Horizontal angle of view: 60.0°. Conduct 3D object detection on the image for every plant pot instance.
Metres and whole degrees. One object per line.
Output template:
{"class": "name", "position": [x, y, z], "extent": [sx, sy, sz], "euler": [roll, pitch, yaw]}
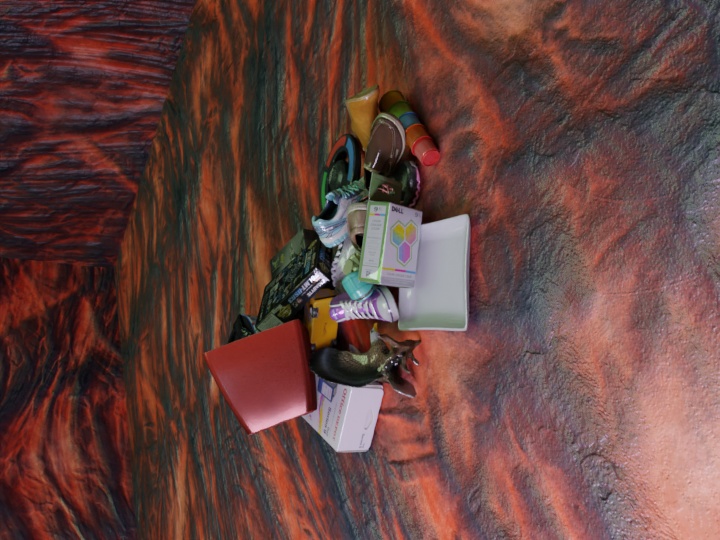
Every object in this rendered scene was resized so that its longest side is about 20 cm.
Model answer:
{"class": "plant pot", "position": [-0.182, 0.226, 1.277], "extent": [0.200, 0.197, 0.178], "euler": [87, 163, -78]}

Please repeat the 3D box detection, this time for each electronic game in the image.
{"class": "electronic game", "position": [-0.050, -0.219, 1.459], "extent": [0.200, 0.041, 0.203], "euler": [-170, 90, -67]}

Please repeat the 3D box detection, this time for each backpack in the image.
{"class": "backpack", "position": [-0.274, 0.212, 1.656], "extent": [0.201, 0.153, 0.191], "euler": [-58, 48, 25]}

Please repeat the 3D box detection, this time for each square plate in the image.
{"class": "square plate", "position": [0.138, 0.010, 1.152], "extent": [0.197, 0.028, 0.203], "euler": [-8, 77, 58]}

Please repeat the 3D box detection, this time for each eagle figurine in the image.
{"class": "eagle figurine", "position": [0.021, 0.177, 1.209], "extent": [0.199, 0.152, 0.152], "euler": [-28, 22, 34]}

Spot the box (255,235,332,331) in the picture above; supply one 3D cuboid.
{"class": "box", "position": [-0.145, 0.030, 1.395], "extent": [0.198, 0.050, 0.201], "euler": [-42, 20, 16]}

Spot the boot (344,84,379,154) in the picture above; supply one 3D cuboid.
{"class": "boot", "position": [0.027, -0.298, 1.287], "extent": [0.145, 0.070, 0.201], "euler": [64, 174, -13]}

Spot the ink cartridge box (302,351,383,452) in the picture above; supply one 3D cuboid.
{"class": "ink cartridge box", "position": [-0.047, 0.278, 1.343], "extent": [0.199, 0.087, 0.147], "euler": [25, 105, 55]}

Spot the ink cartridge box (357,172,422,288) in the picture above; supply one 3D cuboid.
{"class": "ink cartridge box", "position": [0.060, -0.073, 1.160], "extent": [0.059, 0.103, 0.203], "euler": [6, 89, 41]}

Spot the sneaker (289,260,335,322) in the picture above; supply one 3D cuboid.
{"class": "sneaker", "position": [-0.114, 0.044, 1.462], "extent": [0.200, 0.077, 0.085], "euler": [-47, 36, 8]}

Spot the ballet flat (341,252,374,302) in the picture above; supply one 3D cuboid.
{"class": "ballet flat", "position": [0.000, 0.000, 1.248], "extent": [0.067, 0.071, 0.200], "euler": [-31, 10, 12]}

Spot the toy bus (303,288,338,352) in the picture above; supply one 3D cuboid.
{"class": "toy bus", "position": [-0.091, 0.121, 1.407], "extent": [0.079, 0.064, 0.202], "euler": [-119, 28, -46]}

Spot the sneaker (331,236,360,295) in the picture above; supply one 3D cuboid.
{"class": "sneaker", "position": [-0.014, -0.029, 1.366], "extent": [0.080, 0.074, 0.203], "euler": [-4, 82, 48]}

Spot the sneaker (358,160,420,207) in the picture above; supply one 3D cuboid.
{"class": "sneaker", "position": [0.046, -0.139, 1.265], "extent": [0.201, 0.094, 0.079], "euler": [-59, 38, 31]}

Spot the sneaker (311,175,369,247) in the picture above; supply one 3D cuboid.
{"class": "sneaker", "position": [-0.025, -0.146, 1.328], "extent": [0.077, 0.086, 0.201], "euler": [24, 71, 48]}

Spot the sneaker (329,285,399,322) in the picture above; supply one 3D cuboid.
{"class": "sneaker", "position": [0.000, 0.080, 1.250], "extent": [0.074, 0.113, 0.200], "euler": [69, 164, -11]}

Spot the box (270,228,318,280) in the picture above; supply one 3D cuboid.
{"class": "box", "position": [-0.169, 0.007, 1.620], "extent": [0.200, 0.048, 0.161], "euler": [-35, 56, 49]}

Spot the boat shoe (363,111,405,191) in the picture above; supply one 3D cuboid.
{"class": "boat shoe", "position": [0.041, -0.223, 1.236], "extent": [0.075, 0.074, 0.203], "euler": [-58, -12, -24]}

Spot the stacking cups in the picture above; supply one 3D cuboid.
{"class": "stacking cups", "position": [0.096, -0.284, 1.241], "extent": [0.061, 0.060, 0.201], "euler": [-59, 39, 33]}

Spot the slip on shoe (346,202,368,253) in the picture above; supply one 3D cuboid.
{"class": "slip on shoe", "position": [0.015, -0.061, 1.237], "extent": [0.200, 0.075, 0.061], "euler": [74, -167, -65]}
